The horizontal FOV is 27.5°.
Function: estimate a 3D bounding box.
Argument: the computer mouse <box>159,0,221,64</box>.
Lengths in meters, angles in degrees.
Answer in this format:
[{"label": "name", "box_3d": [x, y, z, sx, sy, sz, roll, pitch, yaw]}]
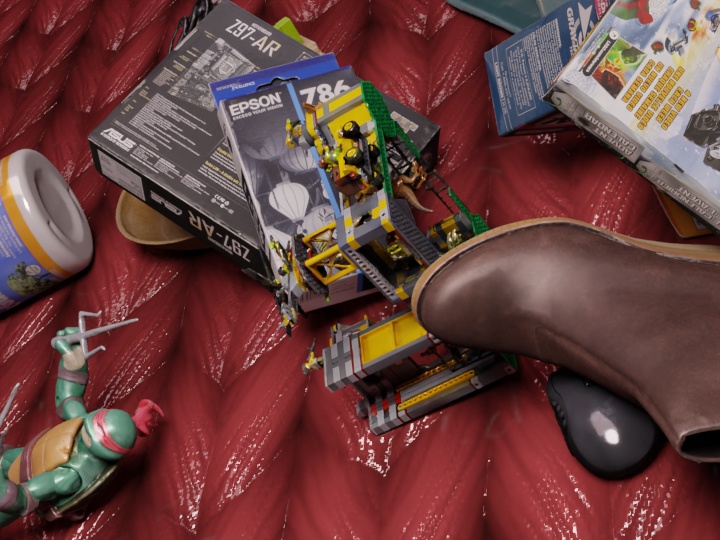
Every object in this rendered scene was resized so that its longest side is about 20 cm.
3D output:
[{"label": "computer mouse", "box_3d": [-0.142, -0.124, 1.178, 0.139, 0.053, 0.200, -51, 23, 26]}]

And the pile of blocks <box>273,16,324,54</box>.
[{"label": "pile of blocks", "box_3d": [-0.069, -0.156, 1.162, 0.082, 0.062, 0.200, -25, 33, 12]}]

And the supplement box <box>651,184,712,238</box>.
[{"label": "supplement box", "box_3d": [0.266, -0.078, 0.830, 0.199, 0.069, 0.067, -9, 38, 31]}]

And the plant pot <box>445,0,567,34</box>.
[{"label": "plant pot", "box_3d": [0.156, -0.322, 1.143, 0.199, 0.196, 0.196, -30, 31, -12]}]

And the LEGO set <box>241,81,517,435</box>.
[{"label": "LEGO set", "box_3d": [0.000, 0.000, 0.860, 0.115, 0.200, 0.154, -26, 51, 19]}]

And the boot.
[{"label": "boot", "box_3d": [0.132, 0.036, 0.730, 0.199, 0.073, 0.167, -4, 26, -5]}]

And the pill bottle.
[{"label": "pill bottle", "box_3d": [-0.332, -0.008, 1.216, 0.199, 0.112, 0.112, -27, 32, 10]}]

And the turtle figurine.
[{"label": "turtle figurine", "box_3d": [-0.210, 0.119, 0.951, 0.200, 0.101, 0.150, -34, 14, 28]}]

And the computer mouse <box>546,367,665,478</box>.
[{"label": "computer mouse", "box_3d": [0.122, 0.042, 0.825, 0.058, 0.034, 0.200, -29, 32, 8]}]

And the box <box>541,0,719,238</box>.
[{"label": "box", "box_3d": [0.206, -0.127, 0.766, 0.200, 0.137, 0.040, -52, 1, -15]}]

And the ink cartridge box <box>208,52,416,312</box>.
[{"label": "ink cartridge box", "box_3d": [-0.033, -0.072, 0.997, 0.099, 0.039, 0.201, -17, 61, -10]}]

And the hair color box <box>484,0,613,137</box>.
[{"label": "hair color box", "box_3d": [0.163, -0.133, 0.890, 0.100, 0.061, 0.200, -9, -4, -20]}]

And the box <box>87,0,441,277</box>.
[{"label": "box", "box_3d": [-0.068, -0.088, 1.052, 0.199, 0.044, 0.160, 32, 64, 16]}]

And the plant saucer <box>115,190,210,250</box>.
[{"label": "plant saucer", "box_3d": [-0.103, -0.078, 1.178, 0.199, 0.036, 0.201, -23, 33, 16]}]
